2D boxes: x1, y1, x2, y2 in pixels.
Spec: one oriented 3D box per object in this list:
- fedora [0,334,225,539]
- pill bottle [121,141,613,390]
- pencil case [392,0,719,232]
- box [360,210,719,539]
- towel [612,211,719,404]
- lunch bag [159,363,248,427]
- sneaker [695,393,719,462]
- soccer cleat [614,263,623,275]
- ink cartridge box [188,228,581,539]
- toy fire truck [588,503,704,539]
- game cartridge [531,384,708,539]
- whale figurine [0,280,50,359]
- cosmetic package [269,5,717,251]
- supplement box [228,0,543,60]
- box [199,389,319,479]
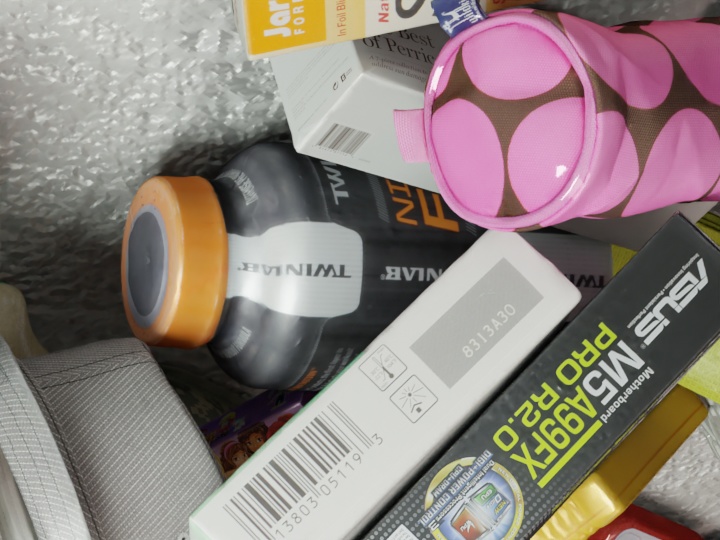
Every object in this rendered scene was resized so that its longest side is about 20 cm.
[{"bbox_3d":[-0.101,0.106,0.945,0.090,0.177,0.201,-19,119,-18],"label":"fedora"},{"bbox_3d":[0.000,0.000,0.990,0.199,0.107,0.106,2,141,-26],"label":"pill bottle"},{"bbox_3d":[0.109,-0.060,0.874,0.093,0.091,0.199,-17,170,43],"label":"pencil case"},{"bbox_3d":[0.068,0.072,0.902,0.200,0.044,0.160,-46,171,-3],"label":"box"},{"bbox_3d":[0.167,0.023,1.040,0.018,0.199,0.086,-42,155,-58],"label":"towel"},{"bbox_3d":[-0.103,0.141,1.131,0.164,0.118,0.200,-41,135,22],"label":"lunch bag"},{"bbox_3d":[0.216,0.055,1.199,0.080,0.077,0.200,-31,148,-1],"label":"sneaker"},{"bbox_3d":[0.087,0.058,1.134,0.081,0.068,0.200,-13,150,-31],"label":"soccer cleat"},{"bbox_3d":[0.004,0.074,0.905,0.161,0.050,0.200,-44,173,-14],"label":"ink cartridge box"},{"bbox_3d":[0.156,0.222,1.369,0.200,0.112,0.168,26,108,-45],"label":"toy fire truck"},{"bbox_3d":[0.082,0.140,1.172,0.200,0.032,0.176,-40,176,27],"label":"game cartridge"},{"bbox_3d":[-0.229,0.076,1.025,0.200,0.104,0.159,-38,132,-11],"label":"whale figurine"},{"bbox_3d":[0.055,-0.071,0.941,0.199,0.083,0.051,14,132,-37],"label":"cosmetic package"},{"bbox_3d":[0.044,-0.158,0.823,0.199,0.074,0.126,-13,145,-6],"label":"supplement box"},{"bbox_3d":[-0.072,0.150,1.042,0.199,0.039,0.137,-29,106,15],"label":"box"}]
